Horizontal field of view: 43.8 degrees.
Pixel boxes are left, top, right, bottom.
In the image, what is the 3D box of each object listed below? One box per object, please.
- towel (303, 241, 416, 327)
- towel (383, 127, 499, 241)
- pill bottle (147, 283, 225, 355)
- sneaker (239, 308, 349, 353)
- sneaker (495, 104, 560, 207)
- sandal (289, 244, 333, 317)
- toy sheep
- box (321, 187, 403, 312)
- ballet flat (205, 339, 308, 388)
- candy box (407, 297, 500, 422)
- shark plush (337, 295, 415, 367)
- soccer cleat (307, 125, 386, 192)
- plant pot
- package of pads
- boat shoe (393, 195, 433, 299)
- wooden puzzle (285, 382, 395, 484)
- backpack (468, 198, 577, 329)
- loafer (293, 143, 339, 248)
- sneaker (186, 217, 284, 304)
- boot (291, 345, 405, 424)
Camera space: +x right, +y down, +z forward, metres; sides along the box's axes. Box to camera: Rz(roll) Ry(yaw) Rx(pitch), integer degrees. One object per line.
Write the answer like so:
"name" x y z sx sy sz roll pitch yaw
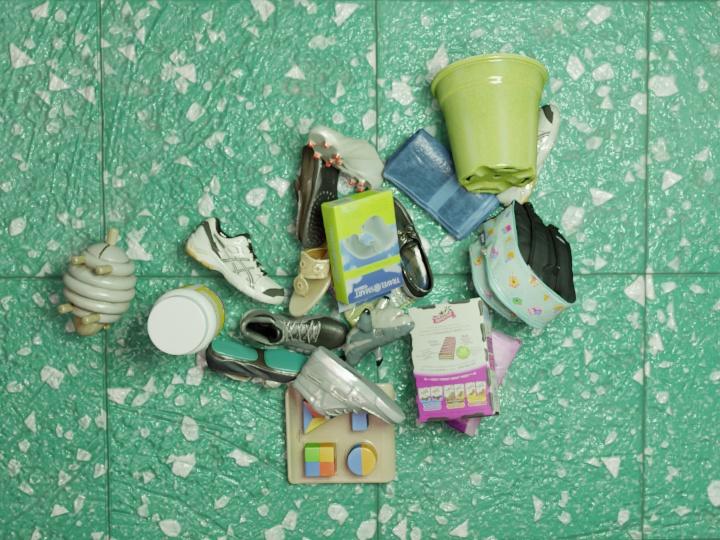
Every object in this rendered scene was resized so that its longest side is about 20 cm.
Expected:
"towel" 0.000 0.000 1.633 0.143 0.023 0.200 -30 93 -1
"towel" 0.143 -0.152 1.592 0.200 0.049 0.112 41 118 -8
"pill bottle" -0.299 0.084 1.540 0.114 0.200 0.115 0 93 -1
"sneaker" -0.120 0.114 1.588 0.199 0.115 0.075 5 93 -2
"sneaker" 0.288 -0.213 1.604 0.087 0.076 0.201 23 91 -3
"sandal" -0.075 -0.022 1.571 0.212 0.078 0.070 -50 128 -5
"toy sheep" -0.456 0.021 1.566 0.137 0.138 0.201 22 101 -3
"box" 0.006 -0.032 1.550 0.122 0.048 0.201 -19 111 -28
"ballet flat" -0.184 0.174 1.617 0.199 0.073 0.073 13 92 -14
"candy box" 0.161 0.157 1.550 0.136 0.061 0.201 -9 79 20
"shark plush" 0.011 0.136 1.585 0.083 0.091 0.200 43 108 10
"soccer cleat" -0.022 -0.207 1.561 0.069 0.200 0.078 10 72 39
"plant pot" 0.224 -0.237 1.517 0.199 0.200 0.185 -2 76 -1
"package of pads" 0.194 0.185 1.621 0.120 0.076 0.200 28 91 1
"boat shoe" 0.083 -0.047 1.605 0.068 0.057 0.201 -21 89 -20
"wooden puzzle" -0.035 0.300 1.631 0.199 0.046 0.186 -2 95 -2
"backpack" 0.281 0.001 1.540 0.176 0.200 0.153 39 115 -25
"loafer" -0.082 -0.139 1.606 0.073 0.071 0.201 13 86 -47
"sneaker" -0.210 -0.019 1.592 0.200 0.076 0.088 35 92 -3
"boot" -0.024 0.229 1.578 0.200 0.074 0.096 37 96 8
